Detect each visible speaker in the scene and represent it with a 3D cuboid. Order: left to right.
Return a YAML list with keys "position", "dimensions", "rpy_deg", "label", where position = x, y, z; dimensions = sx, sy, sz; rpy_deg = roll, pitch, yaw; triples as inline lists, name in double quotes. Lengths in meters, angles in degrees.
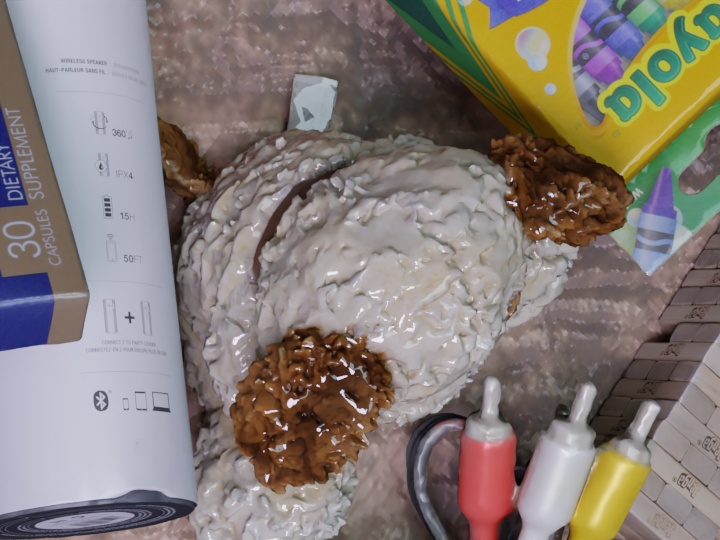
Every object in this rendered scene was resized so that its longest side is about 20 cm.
- position: [-0.106, -0.011, 0.762]
  dimensions: [0.081, 0.081, 0.202]
  rpy_deg: [-1, 76, -27]
  label: "speaker"

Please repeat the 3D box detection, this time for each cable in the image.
- position: [0.057, 0.137, 0.875]
  dimensions: [0.096, 0.050, 0.202]
  rpy_deg: [9, 97, -1]
  label: "cable"

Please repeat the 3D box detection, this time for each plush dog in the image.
- position: [0.000, 0.000, 0.789]
  dimensions: [0.200, 0.172, 0.161]
  rpy_deg: [-45, 109, -19]
  label: "plush dog"

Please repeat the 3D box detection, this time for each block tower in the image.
- position: [0.159, 0.038, 0.937]
  dimensions: [0.058, 0.054, 0.201]
  rpy_deg: [39, 73, -20]
  label: "block tower"

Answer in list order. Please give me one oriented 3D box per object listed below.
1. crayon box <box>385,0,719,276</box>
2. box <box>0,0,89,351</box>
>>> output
- position: [0.093, -0.115, 0.853]
  dimensions: [0.126, 0.052, 0.200]
  rpy_deg: [-42, 84, -11]
  label: "crayon box"
- position: [-0.194, -0.021, 0.664]
  dimensions: [0.199, 0.032, 0.122]
  rpy_deg: [-9, 60, -20]
  label: "box"
